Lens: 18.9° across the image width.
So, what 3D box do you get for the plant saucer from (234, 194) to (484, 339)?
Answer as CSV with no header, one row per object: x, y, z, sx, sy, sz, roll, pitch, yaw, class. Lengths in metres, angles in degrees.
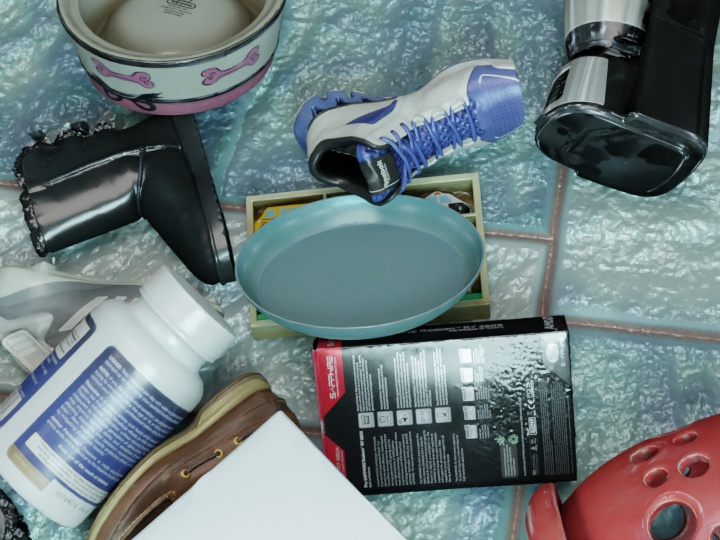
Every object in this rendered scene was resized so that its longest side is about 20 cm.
0.000,0.000,1.720,0.199,0.028,0.200,-4,32,2,plant saucer

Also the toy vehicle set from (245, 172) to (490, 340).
0.006,-0.012,1.798,0.199,0.027,0.125,-6,62,3,toy vehicle set

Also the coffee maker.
0.250,-0.175,1.798,0.191,0.135,0.201,7,64,8,coffee maker

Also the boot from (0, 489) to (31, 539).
-0.366,0.194,1.695,0.162,0.073,0.198,-37,72,-10,boot

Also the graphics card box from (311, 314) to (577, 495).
0.067,0.106,1.682,0.199,0.051,0.126,-5,103,5,graphics card box

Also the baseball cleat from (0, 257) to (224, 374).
-0.212,0.051,1.776,0.199,0.070,0.107,8,78,15,baseball cleat

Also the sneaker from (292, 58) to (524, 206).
0.041,-0.104,1.792,0.198,0.081,0.115,-11,32,7,sneaker

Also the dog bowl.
-0.159,-0.213,1.866,0.199,0.074,0.201,-2,43,2,dog bowl

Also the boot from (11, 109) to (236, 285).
-0.199,-0.050,1.813,0.162,0.074,0.199,-16,55,-5,boot

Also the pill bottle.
-0.194,0.095,1.690,0.200,0.111,0.111,-45,66,1,pill bottle

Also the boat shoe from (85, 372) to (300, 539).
-0.130,0.167,1.694,0.200,0.072,0.068,-42,68,-15,boat shoe

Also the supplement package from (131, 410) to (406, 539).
-0.053,0.237,1.578,0.152,0.200,0.151,-40,66,-14,supplement package

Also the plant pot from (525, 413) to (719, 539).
0.224,0.220,1.568,0.182,0.201,0.201,-18,62,7,plant pot
